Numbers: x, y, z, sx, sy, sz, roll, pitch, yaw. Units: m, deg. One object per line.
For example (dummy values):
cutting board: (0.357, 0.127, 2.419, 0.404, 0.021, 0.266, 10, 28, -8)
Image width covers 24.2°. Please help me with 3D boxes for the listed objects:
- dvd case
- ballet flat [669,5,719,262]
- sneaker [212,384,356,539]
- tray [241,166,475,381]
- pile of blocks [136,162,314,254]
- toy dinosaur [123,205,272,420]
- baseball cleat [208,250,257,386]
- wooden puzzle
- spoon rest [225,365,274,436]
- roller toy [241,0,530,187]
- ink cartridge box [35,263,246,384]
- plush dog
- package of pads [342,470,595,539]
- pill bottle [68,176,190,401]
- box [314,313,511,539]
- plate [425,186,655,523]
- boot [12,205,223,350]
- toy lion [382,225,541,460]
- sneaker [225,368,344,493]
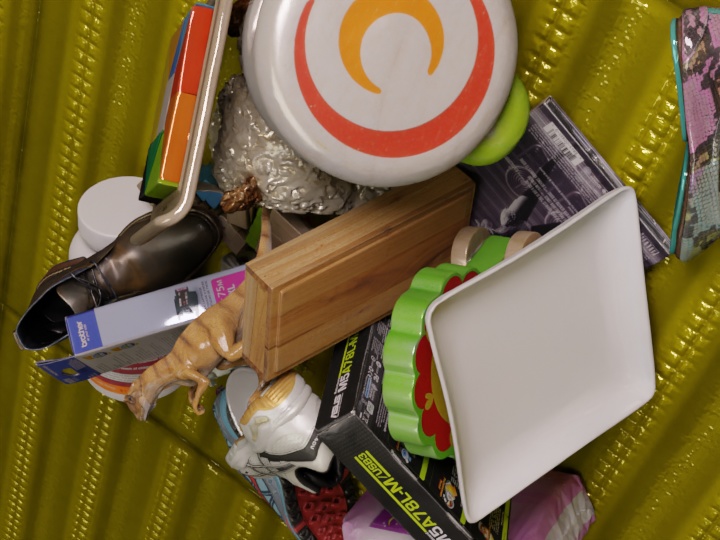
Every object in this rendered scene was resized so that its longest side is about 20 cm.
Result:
dvd case: (0.131, -0.034, 1.310, 0.149, 0.016, 0.200, 49, 140, -6)
ballet flat: (0.245, -0.086, 1.138, 0.070, 0.069, 0.202, 3, 127, 14)
sneaker: (-0.076, 0.189, 1.652, 0.201, 0.079, 0.095, 60, 157, -13)
tray: (0.000, 0.000, 1.281, 0.037, 0.199, 0.099, 41, 144, 31)
pile of blocks: (-0.101, -0.062, 1.447, 0.199, 0.062, 0.083, 25, 132, 29)
toy dinosaur: (-0.104, 0.047, 1.310, 0.106, 0.200, 0.060, 41, 177, 6)
baseball cleat: (-0.109, 0.040, 1.554, 0.200, 0.069, 0.108, -27, 78, 56)
wooden puzzle: (-0.132, -0.121, 1.244, 0.037, 0.202, 0.185, 17, 173, -12)
spoon rest: (-0.053, 0.127, 1.477, 0.199, 0.060, 0.100, -9, 106, 46)
roller toy: (0.009, -0.157, 1.169, 0.140, 0.181, 0.202, -137, 30, -77)
ink cartridge box: (-0.167, 0.045, 1.403, 0.119, 0.198, 0.042, 73, 178, -79)
plush dog: (-0.054, -0.137, 1.302, 0.198, 0.160, 0.174, 17, 107, 27)
package of pads: (0.094, 0.227, 1.484, 0.198, 0.121, 0.076, 5, 127, 37)
pill bottle: (-0.214, 0.017, 1.575, 0.112, 0.113, 0.201, 24, 137, 23)
box: (0.052, 0.122, 1.346, 0.047, 0.201, 0.193, -28, 117, 26)
plate: (0.131, 0.058, 1.238, 0.032, 0.198, 0.202, 32, 143, 46)
boot: (-0.209, 0.013, 1.441, 0.199, 0.097, 0.075, -26, 107, 26)
toy lion: (0.084, 0.074, 1.279, 0.068, 0.192, 0.201, 8, 133, 33)
sneaker: (-0.054, 0.149, 1.358, 0.088, 0.076, 0.200, 43, 165, 7)
